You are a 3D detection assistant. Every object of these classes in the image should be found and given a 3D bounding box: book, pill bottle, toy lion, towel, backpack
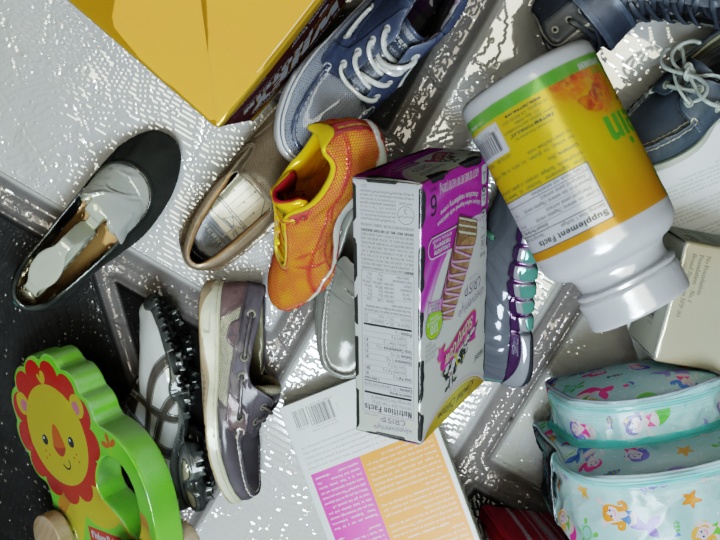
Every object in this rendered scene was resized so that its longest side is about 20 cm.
[{"bbox_3d":[0.022,0.194,0.837,0.132,0.048,0.202,-21,87,5],"label":"book"},{"bbox_3d":[0.169,-0.061,0.713,0.110,0.111,0.202,-27,89,5],"label":"pill bottle"},{"bbox_3d":[-0.229,0.162,0.795,0.198,0.068,0.194,4,105,42],"label":"toy lion"},{"bbox_3d":[0.207,0.240,0.813,0.197,0.145,0.023,8,89,-1],"label":"towel"},{"bbox_3d":[0.239,0.157,0.770,0.175,0.200,0.153,-9,100,3],"label":"backpack"}]

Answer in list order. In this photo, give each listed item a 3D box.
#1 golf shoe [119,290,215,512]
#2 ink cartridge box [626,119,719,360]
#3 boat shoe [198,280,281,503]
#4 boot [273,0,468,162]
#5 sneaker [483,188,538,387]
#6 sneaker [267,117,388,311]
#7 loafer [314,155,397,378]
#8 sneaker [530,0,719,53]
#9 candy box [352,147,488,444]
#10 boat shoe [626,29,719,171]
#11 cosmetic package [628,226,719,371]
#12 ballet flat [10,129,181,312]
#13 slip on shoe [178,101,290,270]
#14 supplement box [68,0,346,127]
[{"bbox_3d":[-0.187,0.122,0.826,0.093,0.078,0.203,-7,99,2],"label":"golf shoe"},{"bbox_3d":[0.302,-0.040,0.814,0.198,0.044,0.175,-21,104,3],"label":"ink cartridge box"},{"bbox_3d":[-0.102,0.107,0.826,0.064,0.072,0.203,-4,95,8],"label":"boat shoe"},{"bbox_3d":[0.007,-0.168,0.742,0.072,0.090,0.201,36,85,-21],"label":"boot"},{"bbox_3d":[0.108,0.005,0.808,0.086,0.074,0.203,1,101,5],"label":"sneaker"},{"bbox_3d":[-0.048,-0.046,0.762,0.076,0.073,0.201,-5,136,-32],"label":"sneaker"},{"bbox_3d":[0.000,0.000,0.806,0.069,0.070,0.203,8,101,-5],"label":"loafer"},{"bbox_3d":[0.228,-0.198,0.735,0.146,0.077,0.202,-47,59,6],"label":"sneaker"},{"bbox_3d":[0.051,0.015,0.735,0.060,0.136,0.203,9,110,27],"label":"candy box"},{"bbox_3d":[0.280,-0.152,0.760,0.199,0.075,0.062,-32,143,-2],"label":"boat shoe"},{"bbox_3d":[0.338,0.034,0.775,0.197,0.073,0.105,9,103,-4],"label":"cosmetic package"},{"bbox_3d":[-0.227,-0.036,0.800,0.068,0.068,0.200,41,98,-7],"label":"ballet flat"},{"bbox_3d":[-0.082,-0.078,0.796,0.200,0.061,0.076,-43,98,7],"label":"slip on shoe"},{"bbox_3d":[-0.126,-0.223,0.699,0.197,0.200,0.133,40,98,-7],"label":"supplement box"}]
